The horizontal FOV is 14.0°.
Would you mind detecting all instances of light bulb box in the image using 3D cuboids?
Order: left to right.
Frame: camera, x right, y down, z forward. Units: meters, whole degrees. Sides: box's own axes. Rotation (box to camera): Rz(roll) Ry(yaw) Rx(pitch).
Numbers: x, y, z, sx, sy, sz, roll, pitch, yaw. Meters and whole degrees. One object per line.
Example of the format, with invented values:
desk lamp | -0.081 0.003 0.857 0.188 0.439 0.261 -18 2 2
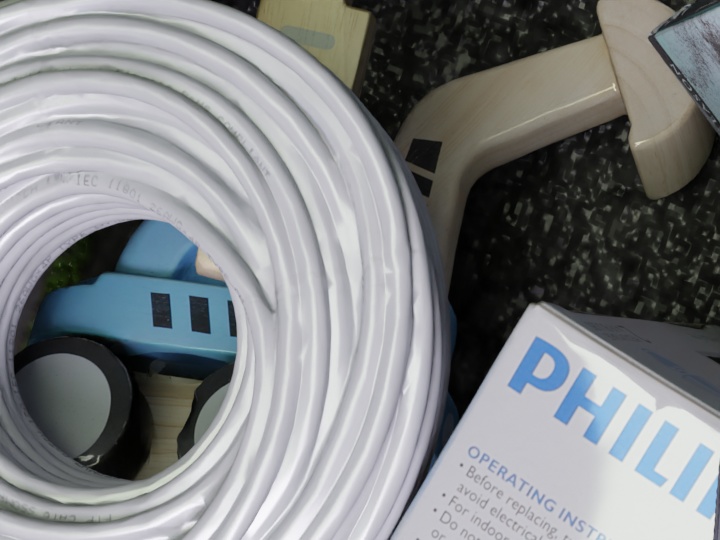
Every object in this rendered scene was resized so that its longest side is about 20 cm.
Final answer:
light bulb box | 0.077 0.125 0.832 0.125 0.198 0.200 33 98 19

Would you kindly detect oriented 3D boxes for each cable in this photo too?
cable | -0.069 0.023 0.808 0.200 0.069 0.200 -17 78 17

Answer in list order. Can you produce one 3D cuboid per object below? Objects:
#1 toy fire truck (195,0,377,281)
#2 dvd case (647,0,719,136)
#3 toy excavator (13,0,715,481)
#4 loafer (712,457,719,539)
toy fire truck | -0.043 -0.096 0.898 0.176 0.200 0.129 -4 122 22
dvd case | 0.147 -0.021 0.796 0.022 0.200 0.146 -37 94 -4
toy excavator | 0.000 0.000 0.908 0.194 0.100 0.200 6 66 19
loafer | 0.113 0.125 0.678 0.063 0.072 0.200 0 89 14
